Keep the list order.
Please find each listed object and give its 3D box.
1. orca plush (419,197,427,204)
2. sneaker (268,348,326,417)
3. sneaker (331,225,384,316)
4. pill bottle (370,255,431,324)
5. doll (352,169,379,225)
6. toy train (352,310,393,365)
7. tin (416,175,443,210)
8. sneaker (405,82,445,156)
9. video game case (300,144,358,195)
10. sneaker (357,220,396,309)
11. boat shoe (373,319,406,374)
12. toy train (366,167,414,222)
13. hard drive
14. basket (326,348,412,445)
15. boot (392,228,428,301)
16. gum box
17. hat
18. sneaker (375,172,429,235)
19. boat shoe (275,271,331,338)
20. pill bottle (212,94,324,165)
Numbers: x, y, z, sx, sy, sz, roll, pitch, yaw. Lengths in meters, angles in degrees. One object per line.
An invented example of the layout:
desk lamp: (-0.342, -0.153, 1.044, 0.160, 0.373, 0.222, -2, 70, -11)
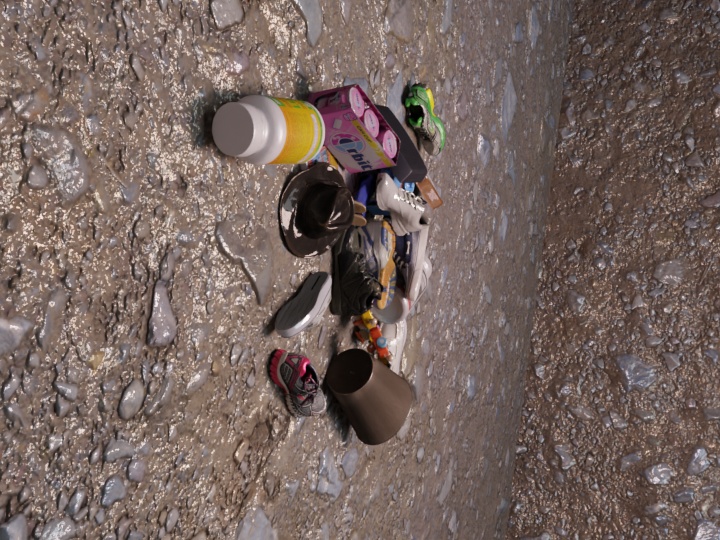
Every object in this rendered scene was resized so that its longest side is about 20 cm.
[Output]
orca plush: (0.100, -0.119, 1.779, 0.105, 0.071, 0.201, 29, 46, -14)
sneaker: (-0.110, 0.231, 1.369, 0.081, 0.074, 0.200, -68, 150, -30)
sneaker: (0.000, 0.000, 1.511, 0.076, 0.114, 0.201, 5, 88, -65)
pill bottle: (0.098, 0.035, 1.711, 0.200, 0.115, 0.117, -48, 136, -51)
doll: (0.016, -0.198, 1.531, 0.137, 0.048, 0.201, 89, 15, -51)
toy train: (0.025, 0.157, 1.570, 0.200, 0.055, 0.151, 75, -9, -71)
tin: (0.165, -0.234, 1.826, 0.200, 0.042, 0.113, 45, 24, -58)
sneaker: (0.159, -0.382, 1.825, 0.085, 0.078, 0.201, -55, 133, -35)
video game case: (-0.061, -0.197, 1.456, 0.200, 0.017, 0.144, -46, 135, -52)
sneaker: (0.031, -0.011, 1.590, 0.075, 0.088, 0.201, 20, 70, -61)
boat shoe: (0.065, 0.189, 1.732, 0.070, 0.071, 0.201, -8, 108, -66)
toy train: (0.073, -0.215, 1.656, 0.114, 0.086, 0.201, 32, 66, -55)
hard drive: (0.074, -0.288, 1.569, 0.201, 0.042, 0.135, 59, 27, 9)
basket: (0.015, 0.273, 1.572, 0.181, 0.135, 0.200, -59, 141, -20)
boot: (0.102, -0.022, 1.632, 0.073, 0.090, 0.201, 87, 13, -57)
gum box: (-0.017, -0.282, 1.392, 0.200, 0.113, 0.067, 43, 50, -49)
hat: (-0.063, -0.111, 1.361, 0.200, 0.081, 0.202, -21, 117, -48)
sneaker: (0.092, -0.152, 1.537, 0.200, 0.087, 0.075, 48, 44, -51)
boat shoe: (-0.099, 0.080, 1.364, 0.200, 0.073, 0.067, -53, 137, -48)
pill bottle: (-0.152, -0.232, 1.158, 0.200, 0.110, 0.112, -19, 111, -62)
